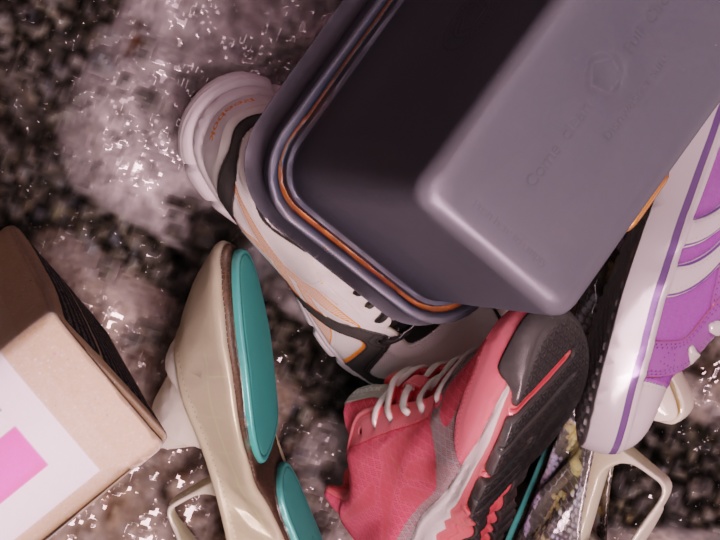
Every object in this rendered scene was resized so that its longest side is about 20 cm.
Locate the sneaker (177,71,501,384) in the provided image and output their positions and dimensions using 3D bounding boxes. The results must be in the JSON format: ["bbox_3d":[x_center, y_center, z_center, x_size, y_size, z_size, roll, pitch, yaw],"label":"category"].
[{"bbox_3d":[0.000,0.000,1.013,0.074,0.080,0.200,-48,116,-2],"label":"sneaker"}]

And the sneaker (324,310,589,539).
[{"bbox_3d":[0.030,0.072,0.999,0.087,0.200,0.074,38,50,14],"label":"sneaker"}]

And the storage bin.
[{"bbox_3d":[0.074,-0.067,0.914,0.146,0.134,0.200,39,83,-22],"label":"storage bin"}]

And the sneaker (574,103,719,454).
[{"bbox_3d":[0.170,-0.001,0.994,0.114,0.073,0.201,23,86,-1],"label":"sneaker"}]

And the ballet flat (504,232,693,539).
[{"bbox_3d":[0.116,0.073,1.065,0.072,0.072,0.200,10,102,-16],"label":"ballet flat"}]

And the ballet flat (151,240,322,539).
[{"bbox_3d":[-0.060,0.086,1.033,0.069,0.069,0.200,-17,107,-10],"label":"ballet flat"}]

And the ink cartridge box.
[{"bbox_3d":[-0.188,0.083,0.942,0.200,0.165,0.075,-39,109,-4],"label":"ink cartridge box"}]
